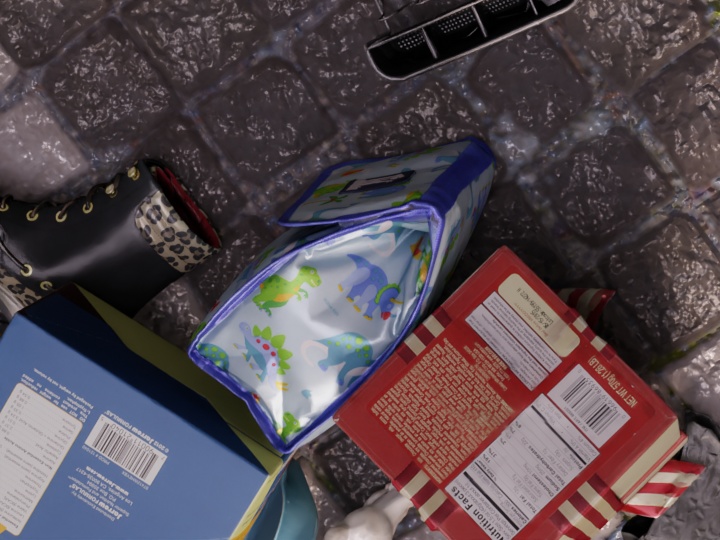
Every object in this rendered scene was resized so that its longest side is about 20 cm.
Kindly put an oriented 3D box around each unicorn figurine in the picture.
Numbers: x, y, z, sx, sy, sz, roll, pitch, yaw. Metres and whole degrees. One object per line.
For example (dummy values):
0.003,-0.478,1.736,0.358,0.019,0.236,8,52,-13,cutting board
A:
-0.002,0.209,1.650,0.074,0.137,0.200,44,129,-1,unicorn figurine

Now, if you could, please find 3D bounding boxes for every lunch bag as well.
0.000,0.000,1.549,0.200,0.170,0.127,-42,94,22,lunch bag

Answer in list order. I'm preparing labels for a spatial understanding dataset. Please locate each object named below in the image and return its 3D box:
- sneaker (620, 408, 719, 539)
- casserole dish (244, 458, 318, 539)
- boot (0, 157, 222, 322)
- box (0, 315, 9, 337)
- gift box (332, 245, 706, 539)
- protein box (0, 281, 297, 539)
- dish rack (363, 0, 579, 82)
0.220,0.205,1.623,0.104,0.060,0.200,31,106,1,sneaker
-0.081,0.214,1.669,0.039,0.121,0.201,18,110,-21,casserole dish
-0.210,-0.043,1.640,0.154,0.074,0.204,-37,98,17,boot
-0.246,0.131,1.712,0.199,0.048,0.159,27,111,4,box
0.116,0.101,1.531,0.200,0.187,0.185,-40,78,0,gift box
-0.178,0.151,1.567,0.198,0.135,0.200,32,102,4,protein box
0.045,-0.241,1.526,0.153,0.055,0.201,-22,101,18,dish rack
